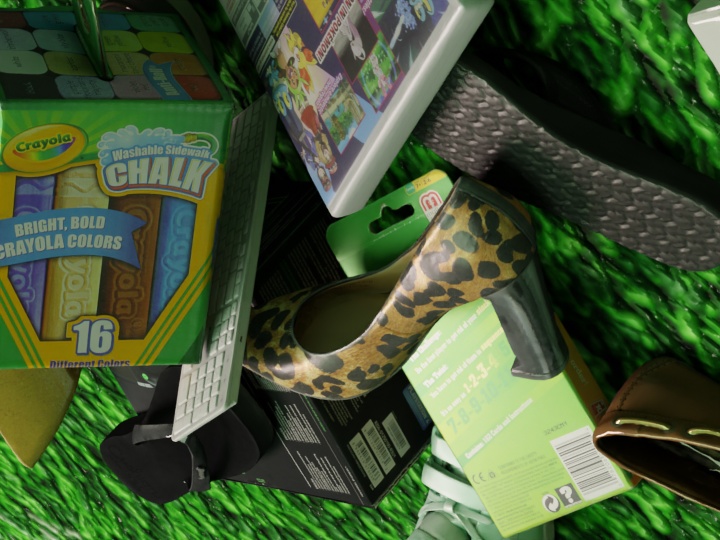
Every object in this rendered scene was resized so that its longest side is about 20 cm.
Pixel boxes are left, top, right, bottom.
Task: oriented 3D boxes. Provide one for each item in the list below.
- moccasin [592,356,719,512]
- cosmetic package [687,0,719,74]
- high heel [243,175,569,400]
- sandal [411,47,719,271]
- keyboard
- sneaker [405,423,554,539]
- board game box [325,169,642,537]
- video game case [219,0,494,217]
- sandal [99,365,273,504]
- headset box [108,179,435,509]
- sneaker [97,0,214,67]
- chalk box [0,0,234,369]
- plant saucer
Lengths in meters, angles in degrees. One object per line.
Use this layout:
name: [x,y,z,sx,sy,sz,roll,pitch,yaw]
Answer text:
moccasin: [0.212,0.112,1.200,0.201,0.078,0.074,29,144,21]
cosmetic package: [0.234,-0.058,0.950,0.085,0.108,0.200,-9,121,52]
high heel: [0.000,0.000,1.209,0.200,0.071,0.143,-1,140,20]
sandal: [0.097,-0.066,1.157,0.200,0.048,0.075,29,147,-1]
keyboard: [-0.073,-0.005,1.278,0.011,0.200,0.056,27,144,-30]
sneaker: [0.058,0.137,1.361,0.074,0.118,0.201,23,142,31]
board game box: [0.066,0.043,1.279,0.096,0.030,0.200,-27,99,39]
video game case: [-0.016,-0.148,1.130,0.182,0.023,0.200,63,152,17]
sandal: [-0.108,0.106,1.403,0.076,0.043,0.200,43,150,-1]
headset box: [-0.071,0.038,1.410,0.200,0.093,0.174,4,132,46]
sneaker: [-0.150,-0.081,1.341,0.075,0.106,0.200,38,147,8]
chalk box: [-0.143,-0.064,1.230,0.125,0.124,0.200,-121,36,-55]
plant saucer: [-0.219,-0.012,1.467,0.048,0.200,0.200,-20,119,15]
